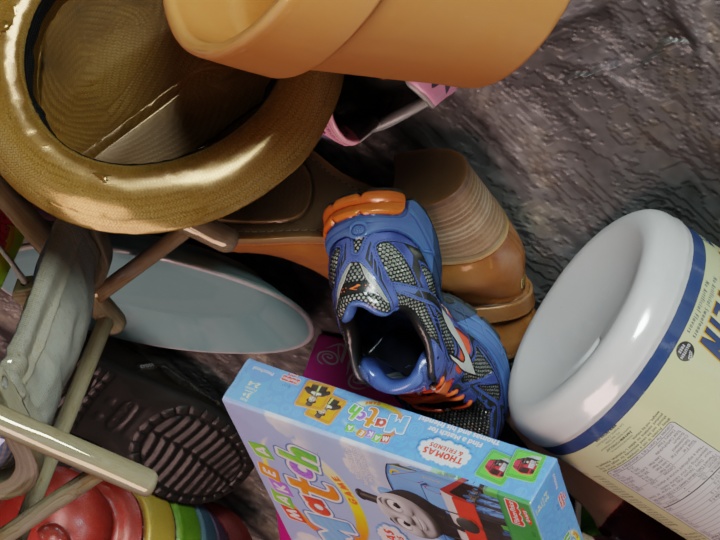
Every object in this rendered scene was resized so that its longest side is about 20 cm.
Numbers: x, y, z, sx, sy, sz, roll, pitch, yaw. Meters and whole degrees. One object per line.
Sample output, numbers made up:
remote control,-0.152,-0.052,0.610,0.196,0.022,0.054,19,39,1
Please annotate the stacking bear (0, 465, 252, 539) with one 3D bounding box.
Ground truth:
stacking bear,-0.165,0.183,1.751,0.114,0.121,0.200,-44,146,11

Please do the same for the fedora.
fedora,-0.105,-0.106,1.379,0.200,0.201,0.082,19,169,2

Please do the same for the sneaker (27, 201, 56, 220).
sneaker,-0.170,-0.122,1.474,0.095,0.079,0.200,-18,130,5

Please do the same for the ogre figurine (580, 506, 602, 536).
ogre figurine,0.143,0.179,1.663,0.200,0.098,0.120,-1,129,15

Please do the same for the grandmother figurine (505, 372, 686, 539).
grandmother figurine,0.155,0.136,1.535,0.200,0.121,0.061,49,146,16

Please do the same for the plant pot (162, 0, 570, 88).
plant pot,0.017,-0.171,1.227,0.140,0.200,0.200,19,147,-27

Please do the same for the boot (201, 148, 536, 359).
boot,0.000,0.000,1.534,0.200,0.074,0.155,2,144,27

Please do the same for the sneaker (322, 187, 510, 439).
sneaker,0.025,0.045,1.467,0.075,0.079,0.200,-11,137,23

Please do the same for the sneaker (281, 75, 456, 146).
sneaker,-0.020,-0.096,1.410,0.070,0.082,0.200,39,140,-25

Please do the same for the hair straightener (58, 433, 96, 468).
hair straightener,-0.230,0.139,1.811,0.041,0.077,0.200,35,141,-20

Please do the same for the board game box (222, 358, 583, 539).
board game box,0.031,0.131,1.502,0.200,0.037,0.151,17,149,30

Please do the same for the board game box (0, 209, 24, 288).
board game box,-0.246,0.001,1.541,0.048,0.200,0.102,38,140,-23

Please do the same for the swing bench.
swing bench,-0.195,0.015,1.403,0.200,0.199,0.130,38,132,-20

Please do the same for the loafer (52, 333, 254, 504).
loafer,-0.144,0.081,1.717,0.073,0.071,0.200,-42,128,13

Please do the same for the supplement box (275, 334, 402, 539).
supplement box,0.010,0.146,1.685,0.101,0.103,0.200,13,144,12

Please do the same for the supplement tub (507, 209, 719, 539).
supplement tub,0.198,0.075,1.468,0.200,0.145,0.145,32,142,-16

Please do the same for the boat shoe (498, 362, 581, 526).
boat shoe,0.094,0.150,1.581,0.076,0.200,0.060,-19,167,20

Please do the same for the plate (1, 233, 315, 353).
plate,-0.124,0.009,1.601,0.200,0.026,0.200,9,164,3
